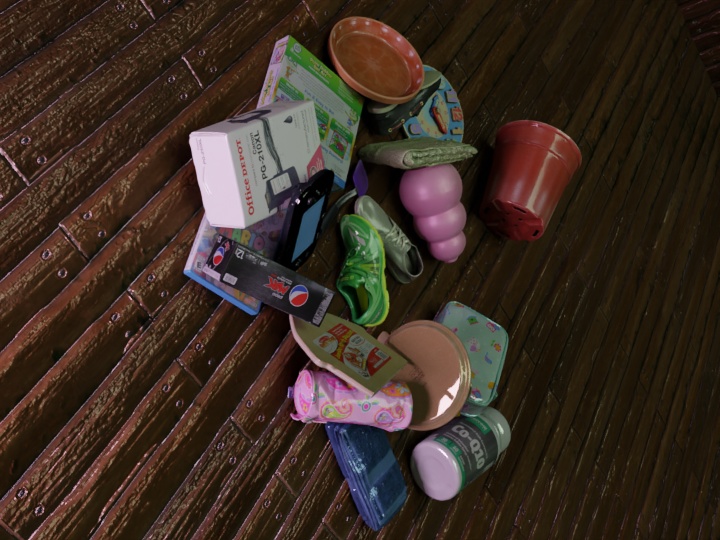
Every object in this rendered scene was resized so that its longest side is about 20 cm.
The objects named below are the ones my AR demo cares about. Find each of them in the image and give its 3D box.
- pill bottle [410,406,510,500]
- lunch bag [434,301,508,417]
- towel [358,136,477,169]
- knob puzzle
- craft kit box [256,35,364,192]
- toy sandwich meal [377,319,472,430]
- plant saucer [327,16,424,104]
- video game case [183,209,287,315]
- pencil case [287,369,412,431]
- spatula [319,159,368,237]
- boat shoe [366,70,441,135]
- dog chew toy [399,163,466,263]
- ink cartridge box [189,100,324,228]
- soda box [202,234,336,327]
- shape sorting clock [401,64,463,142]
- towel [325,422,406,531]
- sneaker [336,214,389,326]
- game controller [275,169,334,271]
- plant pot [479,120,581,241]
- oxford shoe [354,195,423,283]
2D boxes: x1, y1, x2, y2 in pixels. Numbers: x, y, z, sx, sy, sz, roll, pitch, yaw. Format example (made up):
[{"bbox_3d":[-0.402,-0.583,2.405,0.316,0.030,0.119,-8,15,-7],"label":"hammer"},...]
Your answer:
[{"bbox_3d":[0.191,0.335,1.570,0.199,0.112,0.115,-23,97,-47],"label":"pill bottle"},{"bbox_3d":[0.195,0.173,1.596,0.159,0.077,0.202,29,54,-4],"label":"lunch bag"},{"bbox_3d":[0.107,-0.226,1.585,0.198,0.147,0.037,-15,111,-37],"label":"towel"},{"bbox_3d":[-0.037,0.128,1.369,0.218,0.220,0.031,8,119,-45],"label":"knob puzzle"},{"bbox_3d":[-0.089,-0.271,1.470,0.199,0.048,0.200,34,60,-37],"label":"craft kit box"},{"bbox_3d":[0.107,0.182,1.461,0.070,0.202,0.209,18,67,-60],"label":"toy sandwich meal"},{"bbox_3d":[0.028,-0.392,1.581,0.197,0.032,0.203,15,53,-20],"label":"plant saucer"},{"bbox_3d":[-0.190,-0.051,1.327,0.143,0.018,0.203,35,57,-35],"label":"video game case"},{"bbox_3d":[-0.014,0.212,1.363,0.197,0.087,0.089,10,72,-25],"label":"pencil case"},{"bbox_3d":[-0.032,-0.122,1.508,0.201,0.020,0.057,-53,134,-37],"label":"spatula"},{"bbox_3d":[0.089,-0.331,1.640,0.201,0.073,0.064,-41,132,-33],"label":"boat shoe"},{"bbox_3d":[0.150,-0.111,1.635,0.124,0.123,0.203,-37,116,-44],"label":"dog chew toy"},{"bbox_3d":[-0.152,-0.167,1.294,0.199,0.083,0.147,-32,120,-44],"label":"ink cartridge box"},{"bbox_3d":[-0.138,0.018,1.286,0.199,0.070,0.064,29,86,-36],"label":"soda box"},{"bbox_3d":[0.147,-0.326,1.735,0.198,0.039,0.204,14,70,-44],"label":"shape sorting clock"},{"bbox_3d":[0.017,0.328,1.435,0.111,0.048,0.203,-33,105,-46],"label":"towel"},{"bbox_3d":[0.000,0.000,1.476,0.083,0.073,0.203,-12,90,-51],"label":"sneaker"},{"bbox_3d":[-0.089,-0.071,1.332,0.042,0.201,0.104,39,49,18],"label":"game controller"},{"bbox_3d":[0.355,-0.184,1.825,0.200,0.199,0.197,41,62,-32],"label":"plant pot"},{"bbox_3d":[0.057,-0.060,1.558,0.201,0.057,0.076,55,50,-25],"label":"oxford shoe"}]
